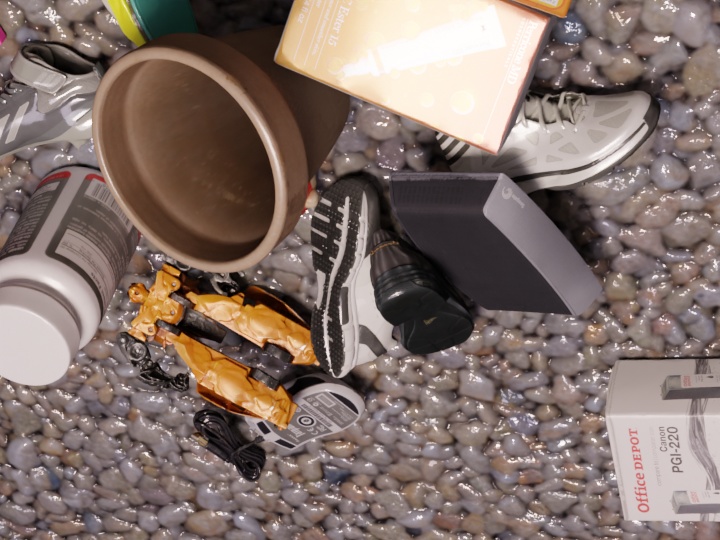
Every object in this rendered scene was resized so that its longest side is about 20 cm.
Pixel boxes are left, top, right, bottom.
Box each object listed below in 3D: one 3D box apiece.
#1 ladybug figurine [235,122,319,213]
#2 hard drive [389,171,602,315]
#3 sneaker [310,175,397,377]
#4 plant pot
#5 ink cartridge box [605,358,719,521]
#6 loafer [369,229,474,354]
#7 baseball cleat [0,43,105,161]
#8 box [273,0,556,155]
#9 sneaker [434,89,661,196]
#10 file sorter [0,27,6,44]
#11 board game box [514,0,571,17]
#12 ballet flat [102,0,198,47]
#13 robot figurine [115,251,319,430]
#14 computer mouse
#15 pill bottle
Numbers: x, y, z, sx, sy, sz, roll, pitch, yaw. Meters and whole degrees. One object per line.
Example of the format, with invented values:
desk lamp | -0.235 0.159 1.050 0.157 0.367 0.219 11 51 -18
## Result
ladybug figurine | -0.136 -0.085 1.734 0.198 0.072 0.137 12 131 6
hard drive | 0.117 -0.020 1.674 0.134 0.043 0.200 3 152 37
sneaker | 0.000 0.000 1.780 0.074 0.079 0.202 39 134 44
plant pot | -0.097 -0.124 1.602 0.199 0.174 0.202 19 126 28
ink cartridge box | 0.339 0.161 1.793 0.198 0.085 0.147 -1 129 19
loafer | 0.056 0.022 1.748 0.072 0.073 0.200 -21 156 6
baseball cleat | -0.319 -0.154 1.743 0.198 0.070 0.107 -11 119 13
box | 0.049 -0.197 1.535 0.198 0.098 0.125 22 114 5
sneaker | 0.148 -0.129 1.611 0.199 0.076 0.116 -21 123 33
file sorter | -0.450 -0.205 1.690 0.198 0.126 0.140 -13 125 26
board game box | 0.098 -0.344 1.361 0.198 0.201 0.201 19 132 0
ballet flat | -0.204 -0.257 1.624 0.067 0.067 0.201 2 131 42
robot figurine | -0.137 0.065 1.841 0.199 0.058 0.146 29 88 1
computer mouse | -0.075 0.149 1.931 0.199 0.044 0.110 -26 128 32
pill bottle | -0.283 0.005 1.767 0.113 0.201 0.115 8 131 10
